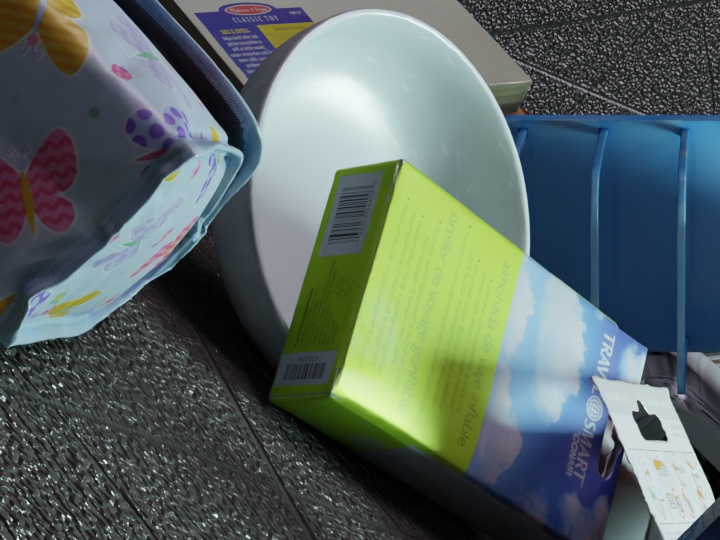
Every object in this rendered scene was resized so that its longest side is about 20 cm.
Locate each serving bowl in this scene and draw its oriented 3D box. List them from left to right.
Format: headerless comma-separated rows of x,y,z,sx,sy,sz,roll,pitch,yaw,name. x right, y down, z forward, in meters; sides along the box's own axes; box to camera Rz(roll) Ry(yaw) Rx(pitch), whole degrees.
-0.004,-0.024,1.239,0.066,0.200,0.200,-8,-34,43,serving bowl

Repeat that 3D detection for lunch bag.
-0.132,-0.069,0.960,0.170,0.127,0.200,46,2,4,lunch bag

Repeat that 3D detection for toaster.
0.194,0.129,1.505,0.200,0.114,0.129,46,12,-7,toaster

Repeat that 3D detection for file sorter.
0.134,-0.006,1.417,0.200,0.139,0.123,0,17,8,file sorter

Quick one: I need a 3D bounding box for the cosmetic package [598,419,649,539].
0.153,0.150,1.346,0.200,0.071,0.101,40,10,-20,cosmetic package

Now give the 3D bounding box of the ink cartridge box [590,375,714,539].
0.150,0.152,1.203,0.200,0.050,0.161,65,15,12,ink cartridge box

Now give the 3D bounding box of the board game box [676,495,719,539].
0.201,0.169,1.052,0.200,0.200,0.062,42,10,-11,board game box

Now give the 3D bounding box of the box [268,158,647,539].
0.052,0.047,1.207,0.048,0.122,0.200,-6,-31,43,box

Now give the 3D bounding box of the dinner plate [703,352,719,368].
0.259,0.128,1.592,0.200,0.200,0.024,43,48,-2,dinner plate

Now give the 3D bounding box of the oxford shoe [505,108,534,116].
0.058,-0.100,1.586,0.071,0.071,0.200,45,6,-29,oxford shoe

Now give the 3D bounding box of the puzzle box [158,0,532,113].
-0.016,-0.131,1.430,0.200,0.025,0.133,-8,47,-39,puzzle box
